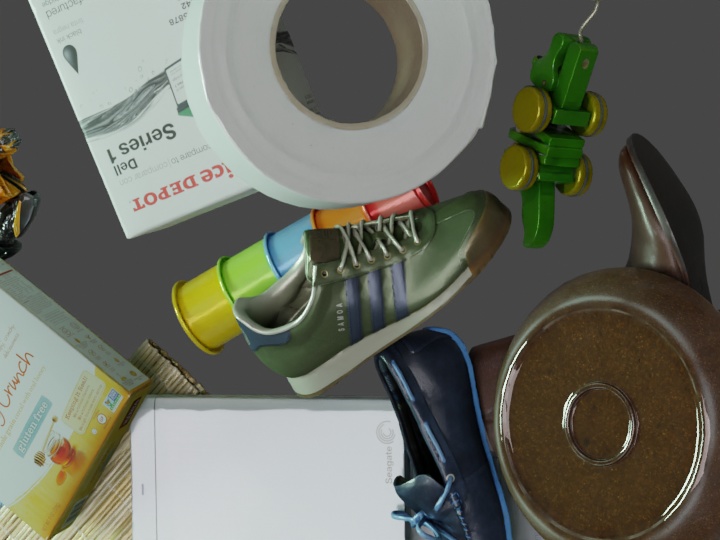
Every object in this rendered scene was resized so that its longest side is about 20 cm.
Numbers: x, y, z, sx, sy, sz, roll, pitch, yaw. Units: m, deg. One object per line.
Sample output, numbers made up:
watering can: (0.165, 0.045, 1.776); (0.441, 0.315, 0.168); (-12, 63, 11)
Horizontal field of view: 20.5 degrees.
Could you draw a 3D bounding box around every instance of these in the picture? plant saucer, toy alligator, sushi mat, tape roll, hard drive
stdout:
plant saucer: (0.161, 0.098, 1.279); (0.199, 0.034, 0.202); (0, 91, 37)
toy alligator: (0.128, -0.116, 1.325); (0.054, 0.059, 0.201); (32, 115, 53)
sushi mat: (-0.185, 0.154, 1.461); (0.096, 0.012, 0.200); (43, 99, 10)
tape roll: (-0.014, -0.141, 1.303); (0.201, 0.071, 0.204); (1, 88, -14)
hard drive: (-0.064, 0.155, 1.418); (0.199, 0.027, 0.133); (0, 93, 9)

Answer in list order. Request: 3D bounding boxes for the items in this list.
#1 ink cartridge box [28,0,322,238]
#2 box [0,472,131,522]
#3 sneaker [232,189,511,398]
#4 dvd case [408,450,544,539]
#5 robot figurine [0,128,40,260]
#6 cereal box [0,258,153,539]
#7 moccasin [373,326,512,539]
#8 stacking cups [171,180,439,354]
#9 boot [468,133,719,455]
ink cartridge box: (-0.125, -0.140, 1.383); (0.145, 0.084, 0.201); (-21, 93, 21)
box: (-0.248, 0.224, 1.522); (0.155, 0.041, 0.201); (23, 108, 12)
sneaker: (0.000, 0.000, 1.334); (0.200, 0.067, 0.090); (-39, 119, 20)
dvd case: (0.084, 0.198, 1.420); (0.199, 0.018, 0.144); (3, 101, 17)
robot figurine: (-0.335, -0.049, 1.484); (0.199, 0.058, 0.145); (-31, 93, 21)
cereal box: (-0.261, 0.078, 1.436); (0.200, 0.039, 0.144); (36, 115, 12)
moccasin: (0.050, 0.142, 1.366); (0.080, 0.068, 0.201); (-28, 75, 64)
stacking cups: (-0.038, -0.011, 1.393); (0.199, 0.060, 0.061); (-29, 91, 21)
boot: (0.143, 0.028, 1.347); (0.199, 0.064, 0.187); (-24, 83, 29)
